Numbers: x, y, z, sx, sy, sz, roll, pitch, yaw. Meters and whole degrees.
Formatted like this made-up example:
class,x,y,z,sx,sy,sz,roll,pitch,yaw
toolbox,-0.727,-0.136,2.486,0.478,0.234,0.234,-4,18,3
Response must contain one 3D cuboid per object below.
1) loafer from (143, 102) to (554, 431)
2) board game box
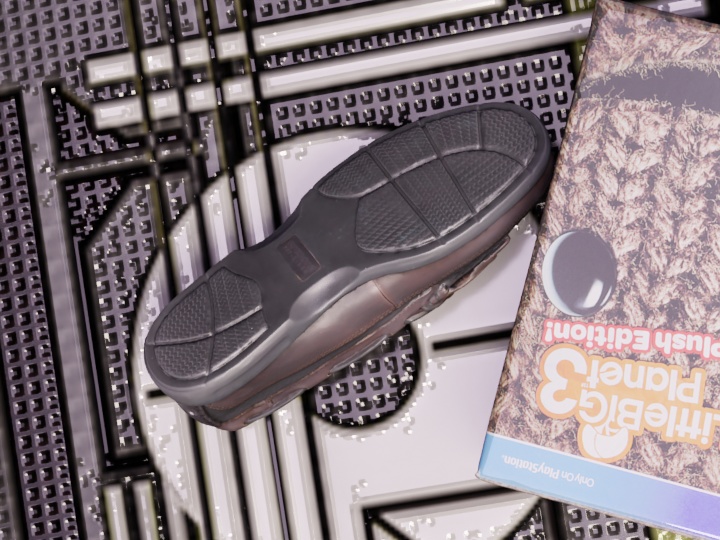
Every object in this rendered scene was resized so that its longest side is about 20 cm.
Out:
class,x,y,z,sx,sy,sz,roll,pitch,yaw
loafer,0.000,0.000,1.063,0.199,0.063,0.072,-33,52,2
board game box,0.151,0.008,1.010,0.158,0.097,0.202,14,89,10
